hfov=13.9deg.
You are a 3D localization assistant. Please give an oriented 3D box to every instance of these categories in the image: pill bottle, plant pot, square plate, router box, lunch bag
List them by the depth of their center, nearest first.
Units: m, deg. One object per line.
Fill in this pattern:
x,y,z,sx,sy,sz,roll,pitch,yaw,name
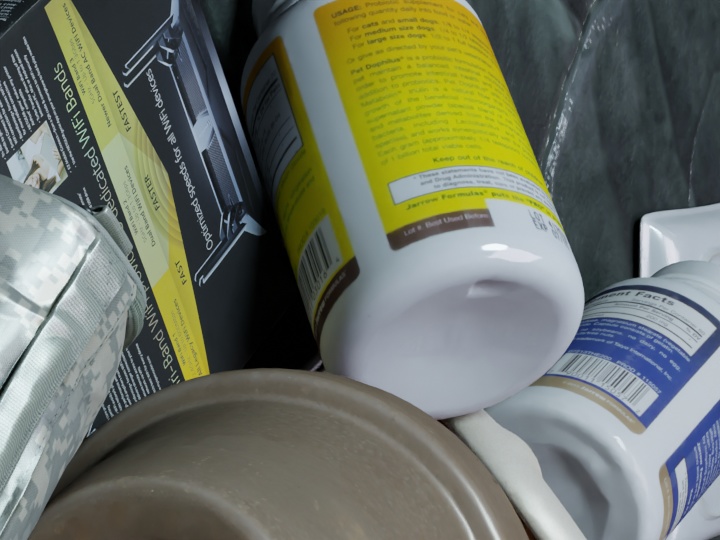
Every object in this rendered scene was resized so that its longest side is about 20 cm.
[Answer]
-0.169,0.061,0.895,0.140,0.167,0.200,55,47,-34,lunch bag
-0.047,0.126,0.989,0.175,0.199,0.201,26,68,-74,plant pot
-0.105,-0.025,1.127,0.157,0.052,0.201,-53,135,-44,router box
0.015,-0.045,1.213,0.109,0.109,0.201,48,19,-50,pill bottle
0.137,0.071,1.493,0.200,0.111,0.111,-40,126,-52,pill bottle
0.212,0.060,1.705,0.200,0.028,0.199,-11,102,-60,square plate

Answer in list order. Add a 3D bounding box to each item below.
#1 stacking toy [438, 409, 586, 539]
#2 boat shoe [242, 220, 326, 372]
0.004,0.158,1.234,0.200,0.146,0.146,-36,133,-6,stacking toy
0.000,0.000,1.290,0.073,0.074,0.201,55,45,-47,boat shoe
